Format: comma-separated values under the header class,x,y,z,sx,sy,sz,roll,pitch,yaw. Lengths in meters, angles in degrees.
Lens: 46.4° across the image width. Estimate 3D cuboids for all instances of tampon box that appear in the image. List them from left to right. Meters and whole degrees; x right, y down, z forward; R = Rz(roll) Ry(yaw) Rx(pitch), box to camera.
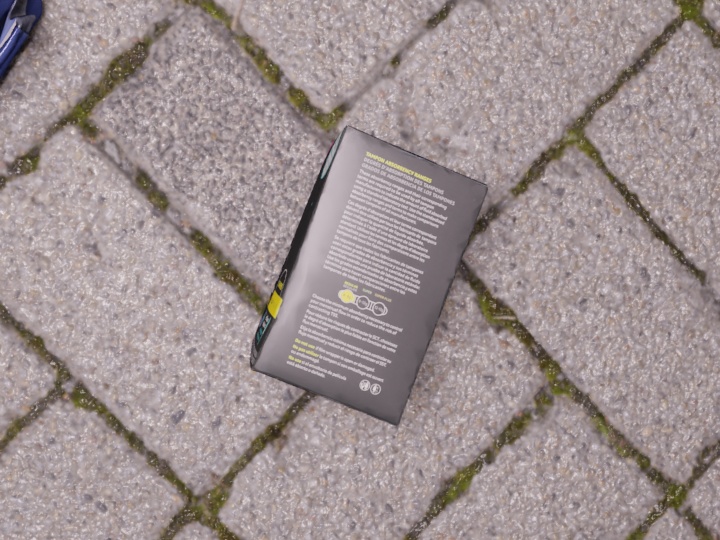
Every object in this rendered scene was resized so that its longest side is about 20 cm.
class,x,y,z,sx,sy,sz,roll,pitch,yaw
tampon box,0.000,0.000,0.709,0.125,0.150,0.203,21,90,-8

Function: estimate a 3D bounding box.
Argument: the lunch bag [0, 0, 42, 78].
class,x,y,z,sx,sy,sz,roll,pitch,yaw
lunch bag,-0.342,-0.193,0.668,0.131,0.136,0.201,34,88,-7
